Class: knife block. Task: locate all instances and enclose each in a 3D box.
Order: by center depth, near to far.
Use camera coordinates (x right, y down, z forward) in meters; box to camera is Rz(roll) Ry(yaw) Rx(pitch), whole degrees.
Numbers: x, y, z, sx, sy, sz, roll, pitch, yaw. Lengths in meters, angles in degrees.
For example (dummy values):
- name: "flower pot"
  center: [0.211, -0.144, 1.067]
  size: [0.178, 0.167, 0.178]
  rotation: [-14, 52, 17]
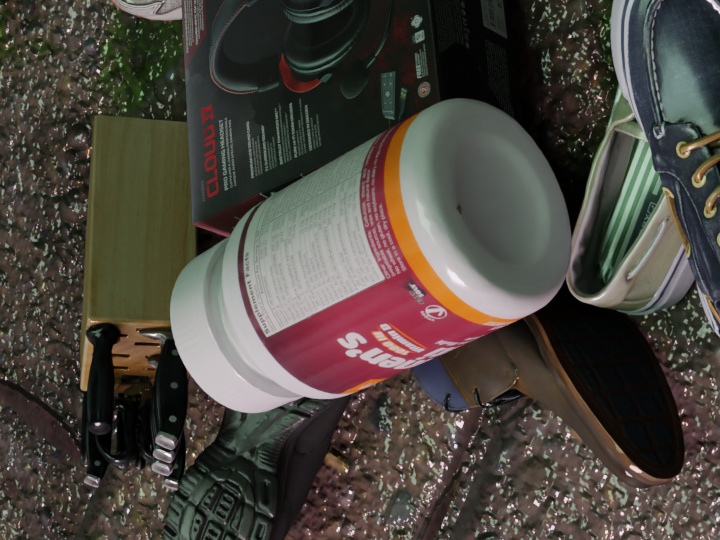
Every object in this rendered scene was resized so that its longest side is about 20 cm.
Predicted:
- name: "knife block"
  center: [-0.125, 0.018, 1.135]
  size: [0.176, 0.063, 0.202]
  rotation: [-144, 58, -78]

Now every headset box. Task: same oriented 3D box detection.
- name: "headset box"
  center: [-0.016, -0.107, 1.077]
  size: [0.199, 0.075, 0.150]
  rotation: [-22, 63, 37]

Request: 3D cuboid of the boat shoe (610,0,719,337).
- name: "boat shoe"
  center: [0.172, -0.046, 0.907]
  size: [0.070, 0.091, 0.202]
  rotation: [-20, 106, 3]

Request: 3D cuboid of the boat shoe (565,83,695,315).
- name: "boat shoe"
  center: [0.155, -0.070, 0.975]
  size: [0.072, 0.062, 0.202]
  rotation: [23, 106, 34]

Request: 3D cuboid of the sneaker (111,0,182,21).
- name: "sneaker"
  center: [-0.081, -0.210, 1.138]
  size: [0.199, 0.082, 0.078]
  rotation: [-32, 73, 35]

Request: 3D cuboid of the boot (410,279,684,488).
- name: "boot"
  center: [0.089, 0.053, 1.036]
  size: [0.201, 0.074, 0.097]
  rotation: [58, 133, 32]

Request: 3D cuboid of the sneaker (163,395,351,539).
- name: "sneaker"
  center: [-0.046, 0.085, 1.133]
  size: [0.076, 0.091, 0.201]
  rotation: [28, 87, 14]

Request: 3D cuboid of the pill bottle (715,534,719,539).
- name: "pill bottle"
  center: [0.208, 0.147, 0.859]
  size: [0.104, 0.199, 0.105]
  rotation: [2, 94, 37]

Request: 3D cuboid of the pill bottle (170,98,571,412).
- name: "pill bottle"
  center: [0.000, 0.000, 0.999]
  size: [0.199, 0.109, 0.110]
  rotation: [-27, 76, 42]
